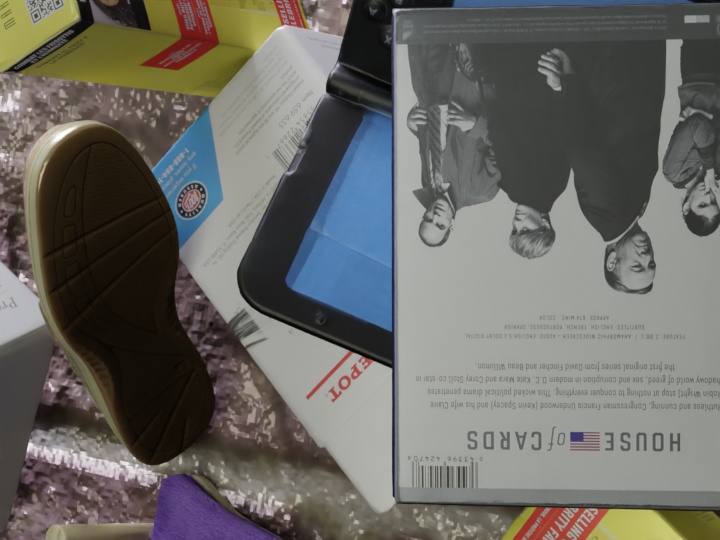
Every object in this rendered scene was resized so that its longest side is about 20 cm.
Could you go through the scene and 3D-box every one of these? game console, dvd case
[{"bbox_3d":[0.071,-0.047,0.873,0.198,0.117,0.177,22,126,7],"label":"game console"},{"bbox_3d":[0.087,-0.006,0.851,0.149,0.025,0.202,0,93,9],"label":"dvd case"}]

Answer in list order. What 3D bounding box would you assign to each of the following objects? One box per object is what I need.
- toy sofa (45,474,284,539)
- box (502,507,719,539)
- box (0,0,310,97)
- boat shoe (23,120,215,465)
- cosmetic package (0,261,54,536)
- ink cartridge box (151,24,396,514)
[{"bbox_3d":[-0.057,0.173,0.982,0.199,0.083,0.098,26,101,33],"label":"toy sofa"},{"bbox_3d":[0.152,0.161,0.892,0.200,0.050,0.075,45,112,21],"label":"box"},{"bbox_3d":[-0.096,-0.124,0.950,0.050,0.199,0.076,-25,77,26],"label":"box"},{"bbox_3d":[-0.122,0.006,0.988,0.072,0.201,0.065,-35,47,-19],"label":"boat shoe"},{"bbox_3d":[-0.285,0.049,1.042,0.200,0.167,0.167,42,133,22],"label":"cosmetic package"},{"bbox_3d":[0.000,0.000,0.973,0.116,0.067,0.200,-45,70,20],"label":"ink cartridge box"}]
